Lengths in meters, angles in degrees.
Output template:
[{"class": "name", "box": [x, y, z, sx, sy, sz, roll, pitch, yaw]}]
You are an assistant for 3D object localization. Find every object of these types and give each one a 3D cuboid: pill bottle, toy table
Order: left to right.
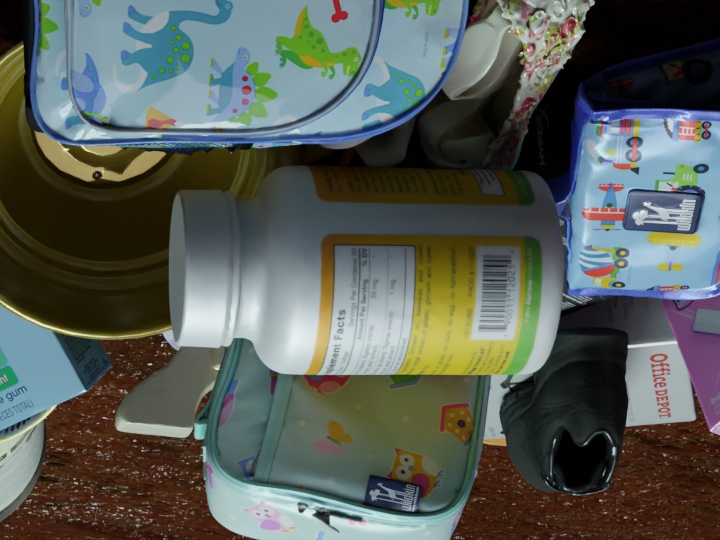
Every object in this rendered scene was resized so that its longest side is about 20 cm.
[{"class": "toy table", "box": [-0.075, 0.060, 1.455, 0.182, 0.118, 0.200, 2, 155, -7]}, {"class": "pill bottle", "box": [0.000, 0.000, 1.142, 0.198, 0.112, 0.111, 1, 154, -11]}]

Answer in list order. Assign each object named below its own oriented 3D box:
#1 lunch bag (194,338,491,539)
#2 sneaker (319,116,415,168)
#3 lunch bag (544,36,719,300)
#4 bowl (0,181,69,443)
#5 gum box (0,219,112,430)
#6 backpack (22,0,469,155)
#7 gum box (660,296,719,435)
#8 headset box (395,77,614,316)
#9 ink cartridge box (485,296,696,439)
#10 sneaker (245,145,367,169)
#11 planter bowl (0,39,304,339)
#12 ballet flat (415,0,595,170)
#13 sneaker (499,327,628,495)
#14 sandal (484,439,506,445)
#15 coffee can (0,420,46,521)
[{"class": "lunch bag", "box": [-0.008, 0.065, 1.215, 0.159, 0.201, 0.077, 13, 148, -3]}, {"class": "sneaker", "box": [-0.013, -0.125, 1.098, 0.074, 0.100, 0.200, -10, 151, 22]}, {"class": "lunch bag", "box": [0.197, -0.058, 1.195, 0.198, 0.095, 0.151, -7, 140, -5]}, {"class": "bowl", "box": [-0.245, -0.002, 1.305, 0.199, 0.094, 0.202, 5, 112, 12]}, {"class": "gum box", "box": [-0.266, 0.008, 1.239, 0.169, 0.201, 0.045, -24, -169, 22]}, {"class": "backpack", "box": [-0.051, -0.140, 0.955, 0.198, 0.184, 0.147, -2, -161, -11]}, {"class": "gum box", "box": [0.288, 0.007, 1.317, 0.066, 0.114, 0.200, 21, 130, -38]}, {"class": "headset box", "box": [0.088, -0.027, 1.329, 0.199, 0.078, 0.148, -22, 147, 37]}, {"class": "ink cartridge box", "box": [0.131, 0.051, 1.484, 0.198, 0.085, 0.146, -6, 153, 10]}, {"class": "sneaker", "box": [-0.033, -0.045, 1.292, 0.089, 0.070, 0.200, 5, 152, -6]}, {"class": "planter bowl", "box": [-0.136, -0.068, 1.184, 0.199, 0.084, 0.202, -6, 121, -11]}, {"class": "ballet flat", "box": [0.064, -0.101, 1.164, 0.064, 0.076, 0.200, -26, 154, -33]}, {"class": "sneaker", "box": [0.135, 0.114, 1.414, 0.075, 0.091, 0.200, -2, 153, -2]}, {"class": "sandal", "box": [0.066, 0.127, 1.664, 0.206, 0.060, 0.079, 14, 150, -29]}, {"class": "coffee can", "box": [-0.285, 0.080, 1.447, 0.145, 0.147, 0.200, 2, 154, -8]}]
